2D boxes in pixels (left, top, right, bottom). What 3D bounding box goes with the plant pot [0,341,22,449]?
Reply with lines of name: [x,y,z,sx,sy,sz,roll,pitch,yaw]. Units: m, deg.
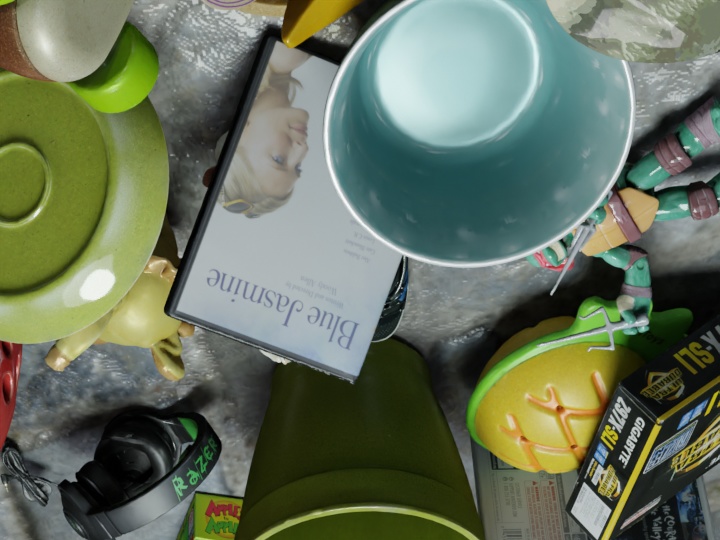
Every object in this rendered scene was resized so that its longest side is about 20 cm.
plant pot: [-0.349,0.098,1.627,0.199,0.183,0.201,-2,137,-2]

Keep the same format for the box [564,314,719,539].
box: [0.254,0.104,1.692,0.200,0.049,0.160,-29,150,-33]

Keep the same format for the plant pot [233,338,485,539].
plant pot: [-0.004,0.159,1.709,0.199,0.194,0.201,-2,140,-2]

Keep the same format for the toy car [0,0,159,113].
toy car: [-0.232,-0.193,1.360,0.199,0.158,0.164,5,158,28]

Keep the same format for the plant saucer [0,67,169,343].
plant saucer: [-0.217,-0.054,1.450,0.199,0.201,0.031,-23,162,21]

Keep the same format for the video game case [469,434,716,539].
video game case: [0.182,0.187,1.749,0.181,0.201,0.023,-1,134,-3]

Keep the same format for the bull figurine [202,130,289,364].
bull figurine: [-0.061,-0.014,1.581,0.065,0.122,0.200,-28,152,-21]

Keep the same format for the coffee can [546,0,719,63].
coffee can: [0.163,-0.238,1.259,0.146,0.201,0.147,-2,139,-1]

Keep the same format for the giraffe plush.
giraffe plush: [-0.188,-0.001,1.544,0.199,0.173,0.162,16,176,32]

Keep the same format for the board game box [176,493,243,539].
board game box: [-0.118,0.274,1.945,0.101,0.048,0.200,9,138,-15]

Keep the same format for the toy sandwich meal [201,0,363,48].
toy sandwich meal: [-0.022,-0.221,1.341,0.204,0.070,0.206,-10,134,-11]

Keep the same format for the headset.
headset: [-0.201,0.155,1.763,0.200,0.124,0.094,-17,115,41]

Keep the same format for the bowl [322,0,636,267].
bowl: [0.069,-0.113,1.443,0.200,0.105,0.202,-3,117,-7]

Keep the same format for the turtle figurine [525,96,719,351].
turtle figurine: [0.184,-0.035,1.572,0.200,0.101,0.150,-31,142,10]

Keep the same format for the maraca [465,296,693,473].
maraca: [0.166,0.082,1.700,0.137,0.107,0.200,19,131,-36]

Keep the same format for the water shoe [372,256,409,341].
water shoe: [0.000,0.000,1.613,0.071,0.079,0.200,-3,139,0]

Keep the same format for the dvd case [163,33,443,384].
dvd case: [-0.034,-0.040,1.502,0.142,0.018,0.201,20,90,-18]
